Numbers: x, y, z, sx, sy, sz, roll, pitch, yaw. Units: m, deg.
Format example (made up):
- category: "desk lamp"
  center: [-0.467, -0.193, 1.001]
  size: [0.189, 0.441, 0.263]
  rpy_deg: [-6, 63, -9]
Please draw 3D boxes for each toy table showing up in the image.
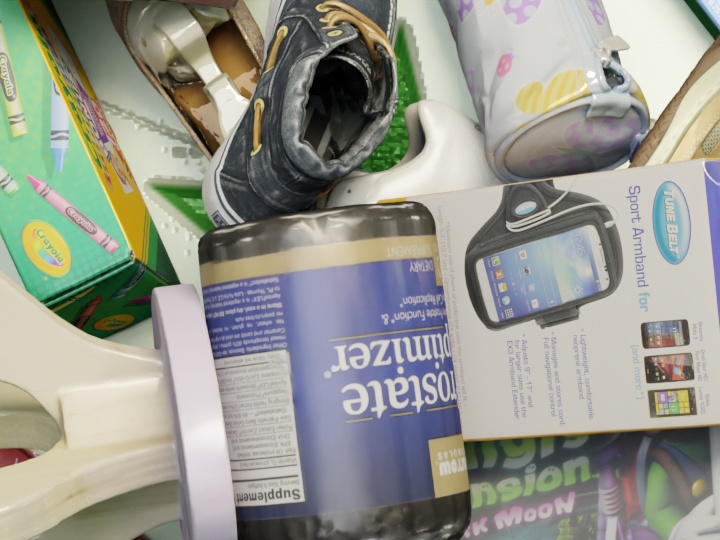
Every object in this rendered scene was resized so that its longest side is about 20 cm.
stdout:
- category: "toy table"
  center: [-0.124, 0.081, 1.102]
  size: [0.117, 0.200, 0.185]
  rpy_deg: [-7, 93, -8]

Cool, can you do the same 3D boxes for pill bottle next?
- category: "pill bottle"
  center: [-0.009, 0.074, 1.085]
  size: [0.111, 0.112, 0.201]
  rpy_deg: [-8, 88, 7]

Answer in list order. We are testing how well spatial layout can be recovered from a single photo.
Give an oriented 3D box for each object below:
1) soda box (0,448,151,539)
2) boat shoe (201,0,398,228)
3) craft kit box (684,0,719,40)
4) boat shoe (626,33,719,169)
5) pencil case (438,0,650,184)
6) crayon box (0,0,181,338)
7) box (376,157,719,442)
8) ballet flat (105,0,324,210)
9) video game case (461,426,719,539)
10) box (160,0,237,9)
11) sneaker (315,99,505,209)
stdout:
- category: "soda box"
  center: [-0.192, 0.113, 1.212]
  size: [0.200, 0.070, 0.063]
  rpy_deg: [37, 87, 11]
- category: "boat shoe"
  center: [-0.008, -0.104, 1.177]
  size: [0.071, 0.091, 0.201]
  rpy_deg: [33, 53, -18]
- category: "craft kit box"
  center: [0.242, -0.203, 1.218]
  size: [0.197, 0.049, 0.200]
  rpy_deg: [-35, 78, 4]
- category: "boat shoe"
  center: [0.189, -0.070, 1.141]
  size: [0.076, 0.072, 0.200]
  rpy_deg: [33, 81, 8]
- category: "pencil case"
  center: [0.080, -0.139, 1.184]
  size: [0.083, 0.091, 0.201]
  rpy_deg: [-8, 60, -15]
- category: "crayon box"
  center: [-0.165, -0.071, 1.214]
  size: [0.058, 0.119, 0.201]
  rpy_deg: [-26, 78, 3]
- category: "box"
  center: [0.103, 0.016, 1.096]
  size: [0.199, 0.041, 0.120]
  rpy_deg: [-6, 89, 32]
- category: "ballet flat"
  center: [-0.074, -0.101, 1.233]
  size: [0.068, 0.067, 0.200]
  rpy_deg: [-36, 77, 1]
- category: "video game case"
  center: [0.103, 0.095, 1.121]
  size: [0.199, 0.023, 0.182]
  rpy_deg: [-18, 53, 28]
- category: "box"
  center: [-0.126, -0.259, 1.159]
  size: [0.164, 0.166, 0.200]
  rpy_deg: [45, 118, 36]
- category: "sneaker"
  center: [0.000, 0.000, 1.193]
  size: [0.087, 0.074, 0.200]
  rpy_deg: [43, 80, -12]
